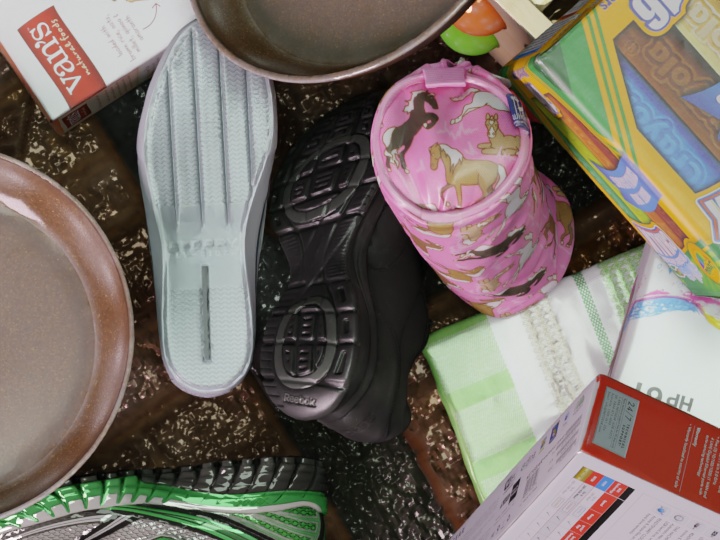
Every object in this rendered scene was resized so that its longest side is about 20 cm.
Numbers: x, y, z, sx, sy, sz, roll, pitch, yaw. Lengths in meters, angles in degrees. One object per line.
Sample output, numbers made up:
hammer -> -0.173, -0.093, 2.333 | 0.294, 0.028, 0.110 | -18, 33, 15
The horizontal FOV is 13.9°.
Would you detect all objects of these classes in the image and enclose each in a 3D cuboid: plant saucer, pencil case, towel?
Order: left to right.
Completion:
plant saucer -> -0.215, 0.035, 1.493 | 0.200, 0.032, 0.201 | 2, 75, -6
plant saucer -> 0.003, -0.181, 1.498 | 0.200, 0.032, 0.201 | -15, 60, 27
pencil case -> 0.060, -0.039, 1.505 | 0.087, 0.200, 0.083 | -43, 71, -3
towel -> 0.148, 0.068, 1.589 | 0.200, 0.031, 0.150 | -21, 82, -1

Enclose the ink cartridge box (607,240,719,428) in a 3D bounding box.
ink cartridge box -> 0.207, 0.045, 1.533 | 0.144, 0.085, 0.200 | 16, 85, 3

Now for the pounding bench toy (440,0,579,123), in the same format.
pounding bench toy -> 0.094, -0.187, 1.562 | 0.200, 0.124, 0.156 | 44, 85, 3

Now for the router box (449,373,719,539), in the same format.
router box -> 0.151, 0.153, 1.481 | 0.179, 0.200, 0.049 | 25, 52, -9

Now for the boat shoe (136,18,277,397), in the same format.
boat shoe -> -0.086, -0.034, 1.566 | 0.073, 0.067, 0.201 | 6, 89, -7

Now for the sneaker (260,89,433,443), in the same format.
sneaker -> 0.000, 0.000, 1.569 | 0.076, 0.091, 0.200 | -8, 60, 35

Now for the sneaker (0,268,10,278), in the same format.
sneaker -> -0.230, 0.001, 1.558 | 0.200, 0.079, 0.078 | 42, 85, 4

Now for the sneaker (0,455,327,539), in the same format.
sneaker -> -0.114, 0.146, 1.545 | 0.199, 0.078, 0.085 | -5, 85, -3

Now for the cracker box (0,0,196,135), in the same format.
cracker box -> -0.118, -0.184, 1.590 | 0.200, 0.058, 0.134 | -34, 86, -4

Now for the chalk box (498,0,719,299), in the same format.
chalk box -> 0.183, -0.065, 1.435 | 0.124, 0.125, 0.200 | -42, 93, -5
